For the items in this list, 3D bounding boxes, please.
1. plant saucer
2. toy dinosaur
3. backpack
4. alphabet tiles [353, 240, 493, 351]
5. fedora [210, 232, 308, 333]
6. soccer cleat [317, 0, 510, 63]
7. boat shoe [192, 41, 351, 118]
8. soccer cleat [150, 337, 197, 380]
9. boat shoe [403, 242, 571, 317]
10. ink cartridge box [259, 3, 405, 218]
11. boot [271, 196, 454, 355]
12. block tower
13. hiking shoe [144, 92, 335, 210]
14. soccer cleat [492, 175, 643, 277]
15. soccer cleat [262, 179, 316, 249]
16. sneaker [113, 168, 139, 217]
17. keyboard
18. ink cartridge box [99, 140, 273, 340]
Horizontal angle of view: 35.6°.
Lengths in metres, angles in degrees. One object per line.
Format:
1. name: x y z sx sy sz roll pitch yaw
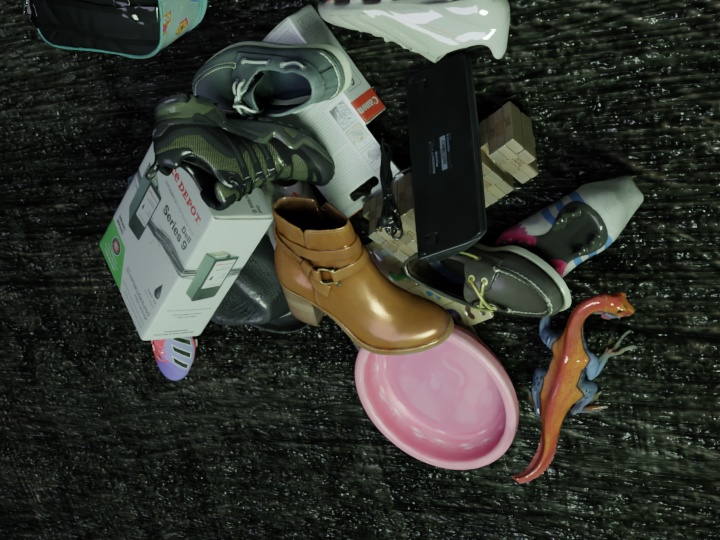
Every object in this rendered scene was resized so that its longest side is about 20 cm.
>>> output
1. plant saucer: 0.090 0.133 1.271 0.198 0.051 0.203 17 128 22
2. toy dinosaur: 0.220 0.100 1.113 0.103 0.203 0.182 10 156 10
3. backpack: -0.248 -0.317 1.160 0.198 0.153 0.178 20 130 34
4. alphabet tiles: 0.051 0.040 1.276 0.199 0.006 0.168 -24 102 40
5. fedora: -0.146 0.010 1.330 0.198 0.092 0.203 17 126 25
6. soccer cleat: 0.048 -0.237 1.072 0.197 0.069 0.079 6 124 27
7. boat shoe: -0.104 -0.189 1.135 0.197 0.062 0.074 1 119 34
8. soccer cleat: -0.253 0.069 1.450 0.066 0.076 0.202 25 128 18
9. boat shoe: 0.123 0.011 1.119 0.200 0.060 0.073 22 139 51
10. ink cartridge box: -0.036 -0.164 1.182 0.109 0.050 0.201 -32 98 41
11. boot: 0.000 0.000 1.157 0.197 0.077 0.157 18 140 23
12. block tower: 0.089 -0.082 1.114 0.054 0.058 0.199 33 131 -31
13. hiking shoe: -0.121 -0.103 1.130 0.197 0.102 0.076 15 167 -23
14. soccer cleat: 0.203 -0.036 1.094 0.070 0.086 0.200 56 155 -1
15. soccer cleat: -0.075 -0.067 1.239 0.202 0.069 0.077 58 152 -6
16. sneaker: -0.225 -0.102 1.314 0.079 0.096 0.200 45 132 0
17. keyboard: 0.065 -0.103 1.086 0.126 0.020 0.203 -18 63 34
18. ink cartridge box: -0.195 -0.044 1.227 0.201 0.083 0.147 -54 54 36
